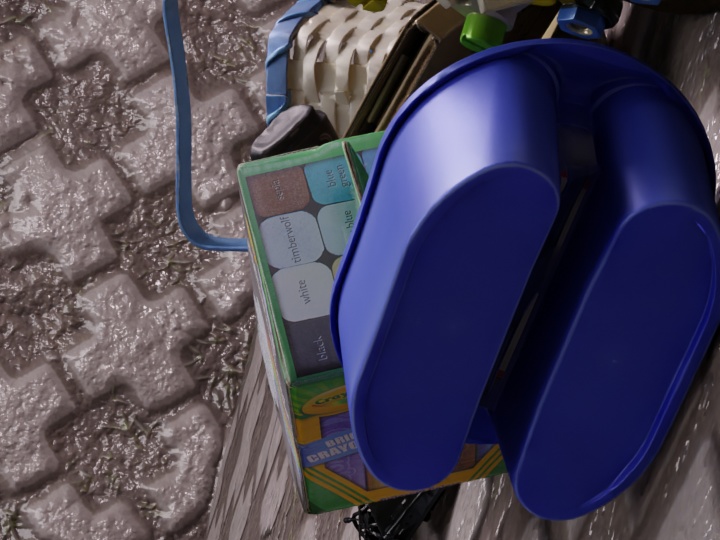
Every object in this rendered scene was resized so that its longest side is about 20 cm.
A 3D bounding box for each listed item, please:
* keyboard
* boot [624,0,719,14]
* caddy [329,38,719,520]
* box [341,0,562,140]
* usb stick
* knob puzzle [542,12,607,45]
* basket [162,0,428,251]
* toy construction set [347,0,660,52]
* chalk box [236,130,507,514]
[{"bbox_3d":[0.033,0.141,1.279,0.104,0.040,0.200,-52,7,3],"label":"keyboard"},{"bbox_3d":[0.146,-0.198,0.866,0.200,0.072,0.155,-172,95,-78],"label":"boot"},{"bbox_3d":[0.067,0.004,0.802,0.105,0.141,0.200,-95,21,-56],"label":"caddy"},{"bbox_3d":[0.057,-0.115,1.011,0.200,0.021,0.164,-43,-10,-40],"label":"box"},{"bbox_3d":[0.000,0.000,1.074,0.033,0.200,0.055,13,51,48],"label":"usb stick"},{"bbox_3d":[0.104,-0.062,1.083,0.220,0.030,0.220,-164,90,-83],"label":"knob puzzle"},{"bbox_3d":[-0.024,-0.086,1.185,0.139,0.200,0.176,-49,-38,-59],"label":"basket"},{"bbox_3d":[0.053,-0.135,0.758,0.200,0.131,0.092,-144,75,-77],"label":"toy construction set"},{"bbox_3d":[0.015,0.013,0.942,0.200,0.124,0.124,89,168,-61],"label":"chalk box"}]
